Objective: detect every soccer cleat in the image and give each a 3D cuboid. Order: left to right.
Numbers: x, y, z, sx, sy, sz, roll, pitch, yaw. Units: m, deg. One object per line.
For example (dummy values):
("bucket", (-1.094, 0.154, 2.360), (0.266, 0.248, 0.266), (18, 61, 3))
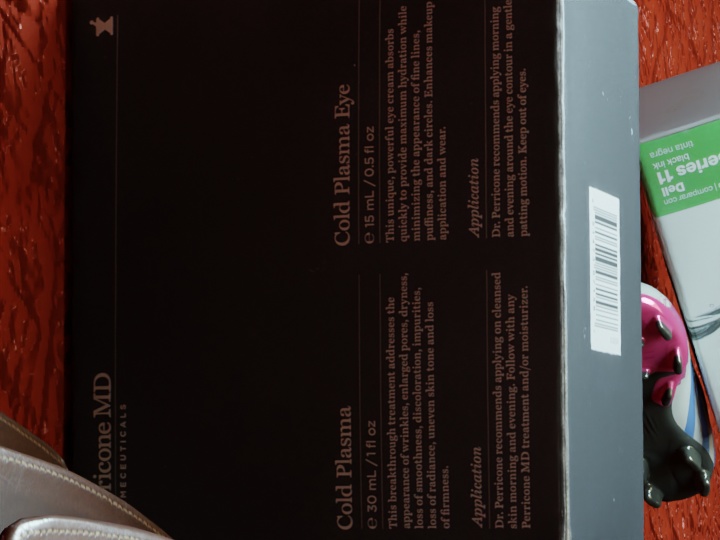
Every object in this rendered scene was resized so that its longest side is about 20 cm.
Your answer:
("soccer cleat", (0.165, 0.059, 1.474), (0.201, 0.069, 0.087), (67, 13, -47))

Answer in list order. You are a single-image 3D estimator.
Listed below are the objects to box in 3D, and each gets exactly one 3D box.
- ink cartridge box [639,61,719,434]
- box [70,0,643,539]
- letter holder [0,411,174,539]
("ink cartridge box", (0.227, -0.013, 1.510), (0.147, 0.082, 0.201), (-82, 154, -74))
("box", (0.000, 0.000, 0.865), (0.104, 0.181, 0.202), (13, 76, -69))
("letter holder", (-0.096, 0.098, 0.719), (0.200, 0.100, 0.143), (36, 53, -64))
